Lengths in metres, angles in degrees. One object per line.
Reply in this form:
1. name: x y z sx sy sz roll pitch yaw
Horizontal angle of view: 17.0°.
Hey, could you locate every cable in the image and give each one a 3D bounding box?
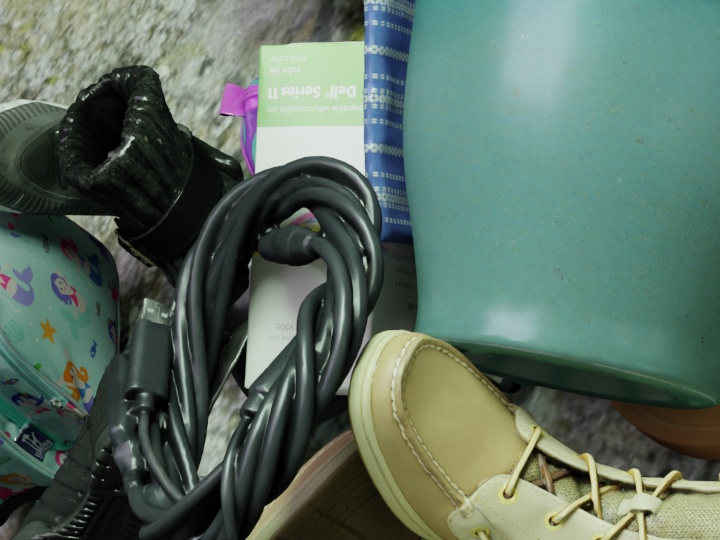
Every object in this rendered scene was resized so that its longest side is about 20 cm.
1. cable: -0.045 0.043 1.017 0.163 0.051 0.200 -43 29 25

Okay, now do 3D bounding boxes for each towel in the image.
1. towel: 0.039 -0.108 1.111 0.024 0.145 0.200 -1 87 25

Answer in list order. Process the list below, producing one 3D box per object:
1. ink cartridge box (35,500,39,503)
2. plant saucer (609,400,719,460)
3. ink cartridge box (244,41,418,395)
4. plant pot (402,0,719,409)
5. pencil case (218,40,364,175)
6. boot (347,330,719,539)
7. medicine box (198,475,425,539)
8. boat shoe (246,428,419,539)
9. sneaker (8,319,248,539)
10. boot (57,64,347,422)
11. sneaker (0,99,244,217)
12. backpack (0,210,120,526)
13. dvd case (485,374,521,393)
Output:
1. ink cartridge box: -0.169 0.236 1.278 0.115 0.068 0.200 17 76 54
2. plant saucer: 0.181 -0.011 1.093 0.200 0.032 0.201 -29 45 33
3. ink cartridge box: 0.000 0.000 1.136 0.067 0.117 0.200 1 86 24
4. plant pot: 0.104 -0.044 1.031 0.200 0.200 0.188 4 80 50
5. pencil case: 0.025 -0.099 1.290 0.200 0.092 0.085 -23 46 38
6. boot: 0.100 0.093 0.968 0.155 0.200 0.073 -8 40 45
7. medicine box: -0.018 0.200 1.100 0.200 0.103 0.182 -1 63 49
8. boat shoe: -0.047 0.139 1.032 0.200 0.071 0.065 -52 37 8
9. sneaker: -0.118 0.093 1.219 0.200 0.060 0.104 -51 15 33
10. boot: -0.077 -0.014 1.273 0.079 0.158 0.211 -41 34 -9
11. sneaker: -0.140 -0.061 1.384 0.090 0.200 0.067 1 87 36
12. backpack: -0.238 0.033 1.402 0.150 0.200 0.178 -34 40 28
13. dvd case: 0.062 -0.059 1.188 0.143 0.018 0.200 30 98 23
